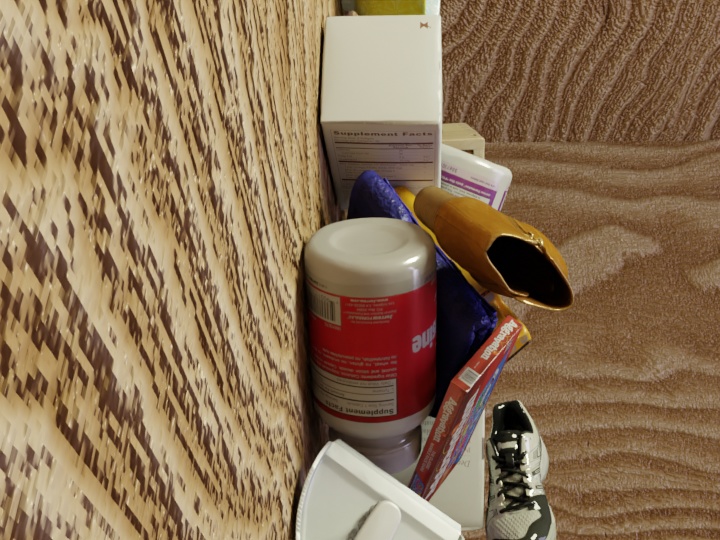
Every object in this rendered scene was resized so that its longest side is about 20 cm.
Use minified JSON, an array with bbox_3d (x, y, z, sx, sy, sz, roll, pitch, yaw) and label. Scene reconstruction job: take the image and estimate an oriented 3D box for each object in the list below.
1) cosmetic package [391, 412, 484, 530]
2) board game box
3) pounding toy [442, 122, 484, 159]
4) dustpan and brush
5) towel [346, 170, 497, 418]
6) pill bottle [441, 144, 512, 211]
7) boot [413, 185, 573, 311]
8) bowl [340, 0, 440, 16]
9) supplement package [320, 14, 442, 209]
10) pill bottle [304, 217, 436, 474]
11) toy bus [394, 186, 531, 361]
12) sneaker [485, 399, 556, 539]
[{"bbox_3d":[0.057,0.170,1.047,0.165,0.161,0.205,36,54,-82],"label":"cosmetic package"},{"bbox_3d":[0.088,0.140,0.855,0.103,0.019,0.202,-40,155,-41],"label":"board game box"},{"bbox_3d":[0.063,-0.114,1.196,0.143,0.180,0.204,-112,-161,-69],"label":"pounding toy"},{"bbox_3d":[-0.011,0.235,0.699,0.201,0.138,0.057,-56,178,-28],"label":"dustpan and brush"},{"bbox_3d":[0.047,0.021,0.883,0.201,0.049,0.149,55,-33,31],"label":"towel"},{"bbox_3d":[0.096,-0.040,1.110,0.112,0.110,0.204,-58,167,-81],"label":"pill bottle"},{"bbox_3d":[0.139,0.002,0.795,0.071,0.199,0.144,-56,-146,8],"label":"boot"},{"bbox_3d":[0.034,-0.336,1.069,0.200,0.105,0.205,4,90,-82],"label":"bowl"},{"bbox_3d":[0.026,-0.154,0.964,0.201,0.115,0.119,79,13,-69],"label":"supplement package"},{"bbox_3d":[0.011,0.067,0.804,0.113,0.110,0.204,-80,169,-66],"label":"pill bottle"},{"bbox_3d":[0.084,0.009,0.940,0.201,0.065,0.078,52,-2,35],"label":"toy bus"},{"bbox_3d":[0.155,0.215,0.974,0.201,0.074,0.089,-79,150,-62],"label":"sneaker"}]
